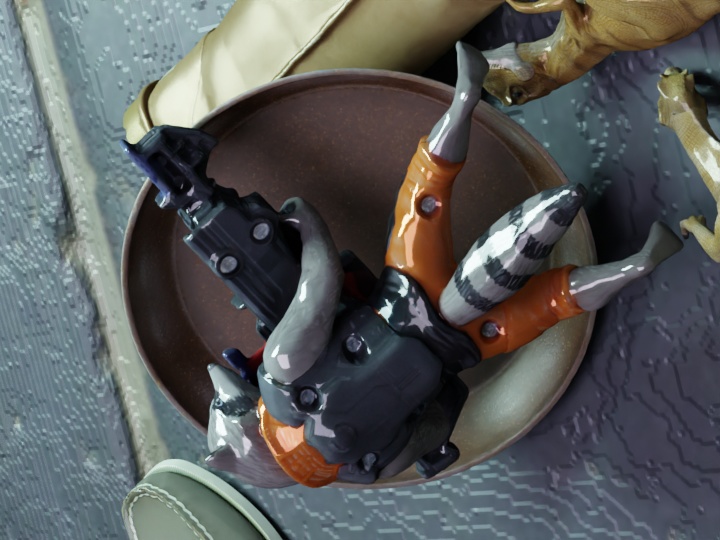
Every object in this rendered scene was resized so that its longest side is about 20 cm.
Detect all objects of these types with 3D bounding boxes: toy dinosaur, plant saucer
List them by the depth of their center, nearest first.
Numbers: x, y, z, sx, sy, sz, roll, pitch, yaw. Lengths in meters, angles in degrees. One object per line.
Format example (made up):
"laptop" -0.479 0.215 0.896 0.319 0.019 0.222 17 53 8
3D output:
"toy dinosaur" 0.167 -0.013 0.930 0.200 0.058 0.102 30 140 47
"toy dinosaur" 0.117 -0.111 0.962 0.199 0.060 0.107 -10 104 55
"plant saucer" 0.000 0.000 1.059 0.199 0.035 0.202 1 121 2

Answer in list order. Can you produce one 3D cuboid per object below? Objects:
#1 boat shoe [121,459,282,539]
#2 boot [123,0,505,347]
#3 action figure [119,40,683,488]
"boat shoe" -0.056 0.181 1.215 0.202 0.060 0.072 54 132 13
"boot" -0.004 -0.066 1.079 0.176 0.066 0.200 52 128 6
"action figure" 0.000 0.006 0.988 0.200 0.105 0.194 38 105 -21
